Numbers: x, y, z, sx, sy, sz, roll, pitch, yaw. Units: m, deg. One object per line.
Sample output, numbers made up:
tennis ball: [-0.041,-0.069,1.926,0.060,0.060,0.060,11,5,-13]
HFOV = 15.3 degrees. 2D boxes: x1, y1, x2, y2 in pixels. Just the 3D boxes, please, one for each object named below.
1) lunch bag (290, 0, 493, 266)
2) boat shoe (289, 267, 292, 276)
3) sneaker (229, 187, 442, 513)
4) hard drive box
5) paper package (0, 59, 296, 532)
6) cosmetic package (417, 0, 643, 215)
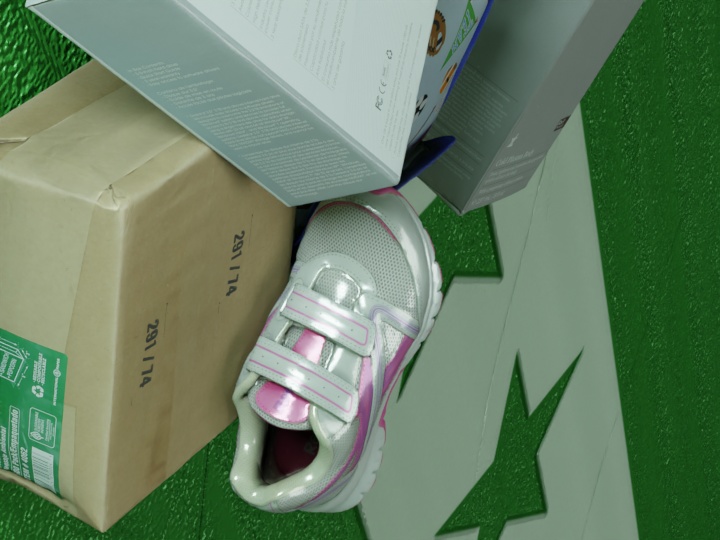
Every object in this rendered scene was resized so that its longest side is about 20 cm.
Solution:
lunch bag: [-0.019,-0.093,1.523,0.170,0.124,0.200,-42,162,-49]
boat shoe: [0.002,-0.001,1.641,0.073,0.063,0.201,-36,-179,6]
sneaker: [-0.017,0.049,1.426,0.088,0.081,0.201,-26,131,-61]
hard drive box: [-0.053,-0.149,1.300,0.200,0.077,0.156,38,53,-41]
paper package: [-0.121,-0.001,1.388,0.191,0.103,0.201,-39,144,-50]
cosmetic package: [0.106,-0.145,1.727,0.200,0.090,0.107,-56,163,28]
